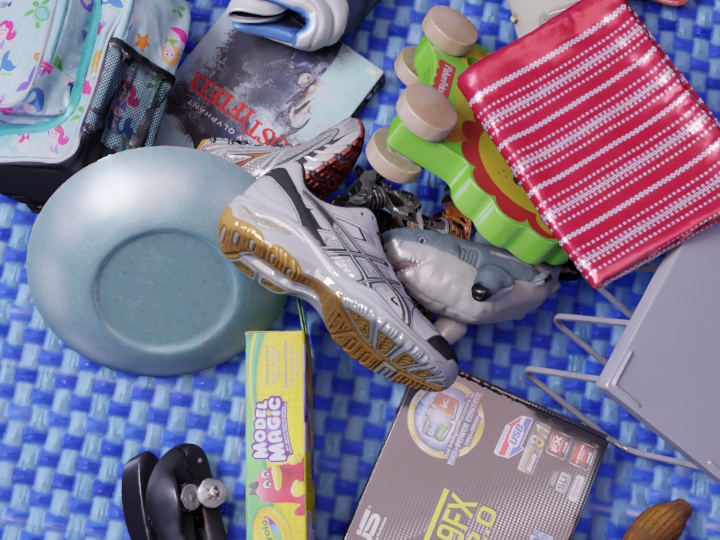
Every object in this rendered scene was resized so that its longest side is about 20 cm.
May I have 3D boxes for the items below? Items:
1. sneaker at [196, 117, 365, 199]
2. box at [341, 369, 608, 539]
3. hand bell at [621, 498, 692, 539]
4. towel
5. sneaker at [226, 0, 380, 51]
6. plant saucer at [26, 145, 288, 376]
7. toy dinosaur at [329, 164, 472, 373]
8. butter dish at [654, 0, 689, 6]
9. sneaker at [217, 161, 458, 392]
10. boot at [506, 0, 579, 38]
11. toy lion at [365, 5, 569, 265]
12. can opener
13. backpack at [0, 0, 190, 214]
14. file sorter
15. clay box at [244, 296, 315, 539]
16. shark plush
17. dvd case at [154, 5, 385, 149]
[{"bbox_3d":[-0.089,-0.077,0.881,0.199,0.078,0.082,-24,78,-7],"label":"sneaker"},{"bbox_3d":[0.080,0.188,0.864,0.160,0.044,0.201,24,77,2],"label":"box"},{"bbox_3d":[0.186,0.216,0.823,0.200,0.104,0.104,-20,76,-40],"label":"hand bell"},{"bbox_3d":[0.175,-0.101,0.808,0.144,0.022,0.200,-29,66,0],"label":"towel"},{"bbox_3d":[-0.078,-0.265,0.924,0.200,0.081,0.146,43,52,2],"label":"sneaker"},{"bbox_3d":[-0.145,0.007,0.834,0.200,0.202,0.039,-5,32,-9],"label":"plant saucer"},{"bbox_3d":[0.037,-0.019,0.902,0.136,0.102,0.200,34,48,-9],"label":"toy dinosaur"},{"bbox_3d":[0.239,-0.362,0.949,0.199,0.148,0.200,27,76,4],"label":"butter dish"},{"bbox_3d":[0.000,0.000,0.789,0.200,0.076,0.088,40,60,-4],"label":"sneaker"},{"bbox_3d":[0.118,-0.256,0.949,0.199,0.072,0.155,-4,111,33],"label":"boot"},{"bbox_3d":[0.109,-0.098,0.890,0.191,0.069,0.200,29,41,-11],"label":"toy lion"},{"bbox_3d":[-0.120,0.228,0.845,0.063,0.079,0.201,-11,79,-42],"label":"can opener"},{"bbox_3d":[-0.230,-0.162,0.870,0.177,0.151,0.201,3,64,35],"label":"backpack"},{"bbox_3d":[0.240,0.033,0.852,0.139,0.124,0.200,37,76,-22],"label":"file sorter"},{"bbox_3d":[-0.059,0.126,0.836,0.047,0.115,0.201,-3,76,0],"label":"clay box"},{"bbox_3d":[0.112,-0.011,0.864,0.199,0.091,0.084,-16,66,-26],"label":"shark plush"},{"bbox_3d":[-0.094,-0.128,0.942,0.146,0.022,0.200,36,79,6],"label":"dvd case"}]
